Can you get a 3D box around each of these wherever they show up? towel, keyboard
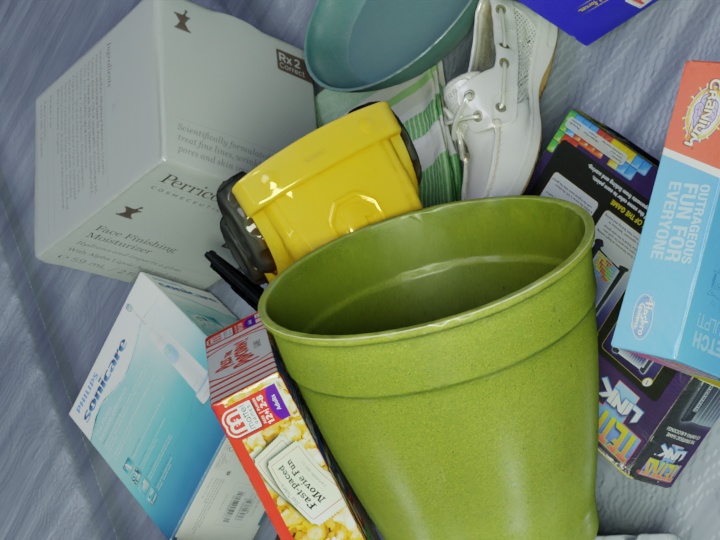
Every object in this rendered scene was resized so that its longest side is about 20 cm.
[{"bbox_3d":[0.017,-0.084,1.119,0.152,0.023,0.201,-31,56,35],"label":"towel"},{"bbox_3d":[-0.052,0.061,1.076,0.040,0.104,0.200,-50,46,0],"label":"keyboard"}]

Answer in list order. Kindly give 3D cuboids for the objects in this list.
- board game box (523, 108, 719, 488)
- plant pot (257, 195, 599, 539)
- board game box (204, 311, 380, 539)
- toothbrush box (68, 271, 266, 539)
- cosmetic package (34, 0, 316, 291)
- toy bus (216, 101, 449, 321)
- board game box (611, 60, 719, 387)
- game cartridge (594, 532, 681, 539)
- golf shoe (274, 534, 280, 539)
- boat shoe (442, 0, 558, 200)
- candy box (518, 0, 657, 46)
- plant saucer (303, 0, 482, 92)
[{"bbox_3d":[0.170,0.014,0.909,0.200,0.056,0.166,46,110,44],"label":"board game box"},{"bbox_3d":[0.060,0.082,0.833,0.199,0.200,0.194,5,118,45],"label":"plant pot"},{"bbox_3d":[-0.031,0.137,0.870,0.046,0.201,0.152,-26,13,-1],"label":"board game box"},{"bbox_3d":[-0.141,0.115,1.159,0.200,0.085,0.147,36,102,45],"label":"toothbrush box"},{"bbox_3d":[-0.159,-0.100,1.187,0.199,0.164,0.166,-30,56,41],"label":"cosmetic package"},{"bbox_3d":[0.000,0.000,0.993,0.135,0.200,0.193,-31,84,-11],"label":"toy bus"},{"bbox_3d":[0.224,-0.007,0.758,0.040,0.199,0.154,11,84,46],"label":"board game box"},{"bbox_3d":[0.112,0.236,0.869,0.199,0.041,0.134,-13,63,42],"label":"game cartridge"},{"bbox_3d":[-0.039,0.190,1.037,0.094,0.077,0.201,-36,52,30],"label":"golf shoe"},{"bbox_3d":[0.088,-0.112,0.988,0.071,0.069,0.201,-44,28,52],"label":"boat shoe"},{"bbox_3d":[0.152,-0.252,0.918,0.169,0.199,0.078,-31,54,32],"label":"candy box"},{"bbox_3d":[0.040,-0.217,1.111,0.199,0.036,0.201,-29,42,29],"label":"plant saucer"}]
